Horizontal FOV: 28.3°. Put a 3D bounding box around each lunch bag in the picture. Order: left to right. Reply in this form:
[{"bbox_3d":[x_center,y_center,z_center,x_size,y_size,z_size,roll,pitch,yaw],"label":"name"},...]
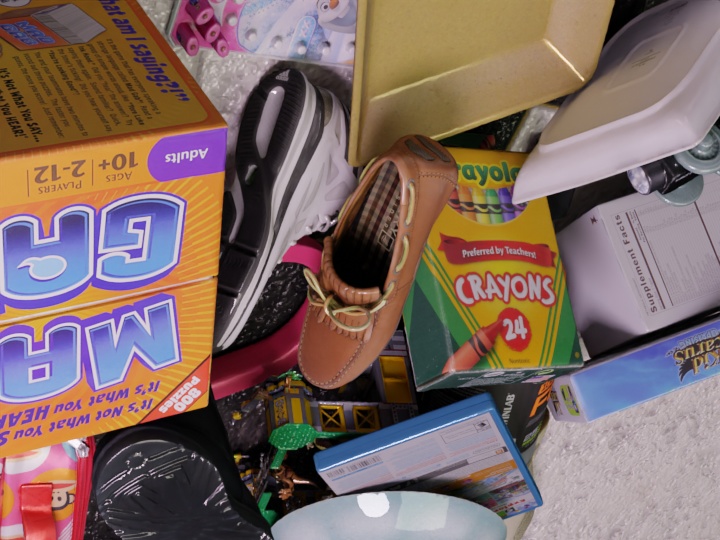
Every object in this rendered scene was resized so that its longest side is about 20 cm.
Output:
[{"bbox_3d":[-0.234,0.141,0.971,0.081,0.177,0.202,-5,130,-26],"label":"lunch bag"}]

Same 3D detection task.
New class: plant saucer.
[{"bbox_3d":[0.022,0.236,1.163,0.198,0.039,0.202,-2,148,-1],"label":"plant saucer"},{"bbox_3d":[0.075,-0.173,0.944,0.198,0.049,0.201,-20,151,-15],"label":"plant saucer"}]

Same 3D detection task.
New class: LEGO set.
[{"bbox_3d":[-0.034,0.121,1.161,0.152,0.117,0.201,-3,142,-10],"label":"LEGO set"}]

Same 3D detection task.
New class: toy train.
[{"bbox_3d":[0.282,-0.134,1.134,0.199,0.115,0.085,-27,164,-16],"label":"toy train"}]

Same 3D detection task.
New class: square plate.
[{"bbox_3d":[0.205,-0.139,0.999,0.028,0.199,0.199,45,62,-16],"label":"square plate"}]

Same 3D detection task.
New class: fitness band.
[{"bbox_3d":[-0.109,0.036,1.074,0.198,0.038,0.145,-18,136,-20],"label":"fitness band"}]

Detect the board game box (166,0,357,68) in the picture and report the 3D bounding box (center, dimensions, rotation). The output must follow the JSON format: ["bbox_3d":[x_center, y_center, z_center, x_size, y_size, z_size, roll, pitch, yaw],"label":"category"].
[{"bbox_3d":[-0.009,-0.222,0.929,0.198,0.026,0.201,1,125,-35],"label":"board game box"}]

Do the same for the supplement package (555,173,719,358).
[{"bbox_3d":[0.277,-0.017,1.204,0.198,0.115,0.110,-17,171,-20],"label":"supplement package"}]

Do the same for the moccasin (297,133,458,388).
[{"bbox_3d":[0.001,0.001,0.981,0.077,0.074,0.202,-19,148,-49],"label":"moccasin"}]

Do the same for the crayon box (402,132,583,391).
[{"bbox_3d":[0.083,-0.018,1.044,0.126,0.202,0.051,-1,161,-35],"label":"crayon box"}]

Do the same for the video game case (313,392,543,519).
[{"bbox_3d":[0.059,0.167,1.133,0.142,0.018,0.200,-21,146,7],"label":"video game case"}]

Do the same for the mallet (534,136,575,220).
[{"bbox_3d":[0.218,-0.083,1.194,0.198,0.041,0.066,-7,128,-34],"label":"mallet"}]

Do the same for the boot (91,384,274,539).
[{"bbox_3d":[-0.138,0.107,0.964,0.076,0.169,0.200,-33,142,3],"label":"boot"}]

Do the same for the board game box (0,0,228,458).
[{"bbox_3d":[-0.209,-0.036,0.821,0.198,0.200,0.202,-12,131,-25],"label":"board game box"}]

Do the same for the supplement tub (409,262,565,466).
[{"bbox_3d":[0.103,0.074,1.183,0.121,0.123,0.202,-11,132,-26],"label":"supplement tub"}]

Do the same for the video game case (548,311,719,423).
[{"bbox_3d":[0.260,0.075,1.197,0.198,0.046,0.181,-20,176,-2],"label":"video game case"}]

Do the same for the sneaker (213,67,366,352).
[{"bbox_3d":[-0.047,-0.028,0.999,0.115,0.075,0.202,23,89,-44],"label":"sneaker"}]

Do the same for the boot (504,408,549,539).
[{"bbox_3d":[0.100,0.223,1.324,0.199,0.072,0.156,-37,144,-31],"label":"boot"}]
